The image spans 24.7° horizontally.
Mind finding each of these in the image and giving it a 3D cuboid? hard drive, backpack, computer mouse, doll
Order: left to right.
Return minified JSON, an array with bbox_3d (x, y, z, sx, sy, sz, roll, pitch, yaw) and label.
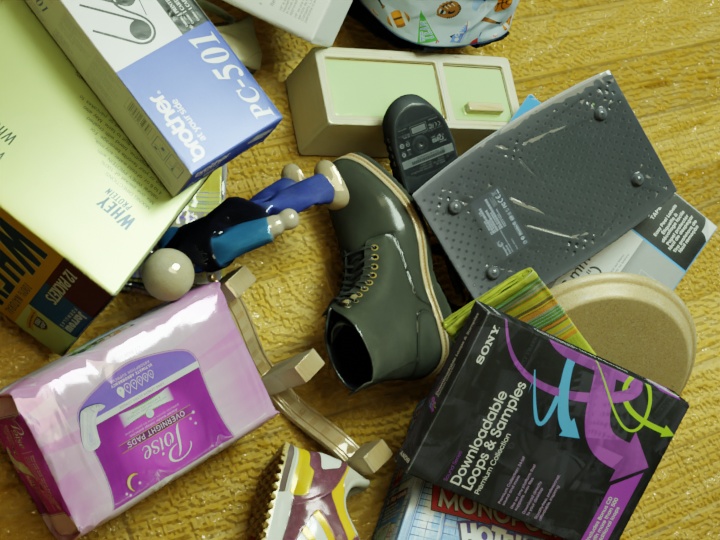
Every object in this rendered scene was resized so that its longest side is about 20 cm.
[{"bbox_3d":[-0.094,-0.033,1.284,0.200,0.136,0.049,-32,111,-43],"label":"doll"},{"bbox_3d":[0.060,-0.056,1.420,0.058,0.034,0.201,-20,107,-20],"label":"computer mouse"},{"bbox_3d":[0.066,-0.293,1.476,0.199,0.154,0.191,-21,67,-33],"label":"backpack"},{"bbox_3d":[0.153,-0.066,1.394,0.200,0.042,0.135,-33,100,-5],"label":"hard drive"}]

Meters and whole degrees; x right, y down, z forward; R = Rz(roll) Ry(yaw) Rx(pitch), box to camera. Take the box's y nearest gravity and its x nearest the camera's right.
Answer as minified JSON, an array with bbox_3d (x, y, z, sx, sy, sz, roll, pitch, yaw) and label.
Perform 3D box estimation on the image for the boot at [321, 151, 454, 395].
[{"bbox_3d":[0.000,0.000,1.342,0.138,0.077,0.201,-13,72,-57],"label":"boot"}]

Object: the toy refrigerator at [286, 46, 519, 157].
[{"bbox_3d":[0.042,-0.148,1.463,0.199,0.070,0.076,0,68,-28],"label":"toy refrigerator"}]

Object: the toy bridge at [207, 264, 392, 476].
[{"bbox_3d":[-0.057,0.082,1.308,0.200,0.067,0.027,52,56,-9],"label":"toy bridge"}]

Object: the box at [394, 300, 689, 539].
[{"bbox_3d":[0.144,0.127,1.296,0.199,0.036,0.143,24,96,-19],"label":"box"}]

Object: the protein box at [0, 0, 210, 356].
[{"bbox_3d":[-0.227,-0.086,1.228,0.198,0.135,0.200,39,56,-8],"label":"protein box"}]

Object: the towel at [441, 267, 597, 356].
[{"bbox_3d":[0.153,0.089,1.324,0.200,0.086,0.018,50,14,-28],"label":"towel"}]

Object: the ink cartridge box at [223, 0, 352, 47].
[{"bbox_3d":[-0.090,-0.295,1.376,0.199,0.084,0.146,27,99,8],"label":"ink cartridge box"}]

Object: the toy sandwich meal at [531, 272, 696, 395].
[{"bbox_3d":[0.181,0.073,1.379,0.204,0.206,0.070,14,28,-22],"label":"toy sandwich meal"}]

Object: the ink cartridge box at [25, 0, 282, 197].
[{"bbox_3d":[-0.154,-0.161,1.191,0.094,0.044,0.200,-36,88,-34],"label":"ink cartridge box"}]

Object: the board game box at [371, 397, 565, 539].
[{"bbox_3d":[0.096,0.205,1.340,0.199,0.062,0.201,16,63,-21],"label":"board game box"}]

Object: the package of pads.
[{"bbox_3d":[-0.166,0.103,1.228,0.200,0.076,0.121,-30,98,-33],"label":"package of pads"}]

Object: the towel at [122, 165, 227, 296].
[{"bbox_3d":[-0.199,-0.056,1.324,0.199,0.023,0.144,13,64,-23],"label":"towel"}]

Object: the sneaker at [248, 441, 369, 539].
[{"bbox_3d":[-0.044,0.231,1.247,0.090,0.075,0.201,20,61,-13],"label":"sneaker"}]

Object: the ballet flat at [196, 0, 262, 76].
[{"bbox_3d":[-0.172,-0.203,1.373,0.199,0.069,0.070,4,67,-34],"label":"ballet flat"}]

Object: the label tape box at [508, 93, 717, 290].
[{"bbox_3d":[0.193,-0.040,1.457,0.200,0.066,0.144,37,88,-14],"label":"label tape box"}]
